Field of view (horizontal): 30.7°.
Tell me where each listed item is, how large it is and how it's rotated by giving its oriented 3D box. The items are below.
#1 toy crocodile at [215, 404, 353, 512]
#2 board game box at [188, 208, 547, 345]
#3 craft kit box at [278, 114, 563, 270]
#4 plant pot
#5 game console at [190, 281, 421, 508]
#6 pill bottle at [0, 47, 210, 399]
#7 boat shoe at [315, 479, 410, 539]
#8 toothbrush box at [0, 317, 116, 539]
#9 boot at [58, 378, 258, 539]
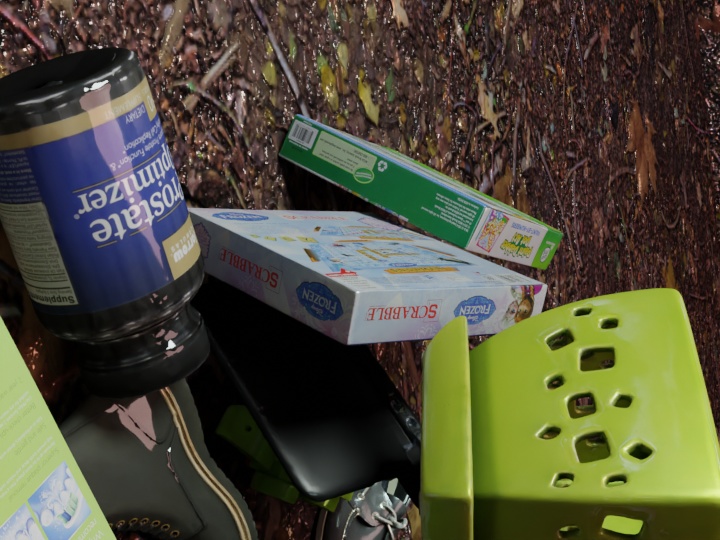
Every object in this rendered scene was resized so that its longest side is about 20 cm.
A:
[{"bbox_3d":[-0.052,0.155,1.081,0.200,0.062,0.068,33,76,-61],"label":"toy crocodile"},{"bbox_3d":[0.000,0.000,0.979,0.200,0.199,0.041,0,108,-43],"label":"board game box"},{"bbox_3d":[0.058,-0.067,1.164,0.197,0.200,0.049,5,111,-61],"label":"craft kit box"},{"bbox_3d":[0.130,0.145,0.880,0.200,0.181,0.200,-85,173,-52],"label":"plant pot"},{"bbox_3d":[-0.037,0.104,1.031,0.200,0.116,0.176,56,-15,26],"label":"game console"},{"bbox_3d":[-0.162,-0.027,0.816,0.112,0.111,0.201,-50,130,-53],"label":"pill bottle"},{"bbox_3d":[0.014,0.212,1.194,0.073,0.062,0.200,67,33,-34],"label":"boat shoe"},{"bbox_3d":[-0.214,0.120,0.641,0.086,0.145,0.201,-53,127,-52],"label":"toothbrush box"},{"bbox_3d":[-0.151,0.170,0.875,0.138,0.077,0.201,-43,112,-51],"label":"boot"}]
